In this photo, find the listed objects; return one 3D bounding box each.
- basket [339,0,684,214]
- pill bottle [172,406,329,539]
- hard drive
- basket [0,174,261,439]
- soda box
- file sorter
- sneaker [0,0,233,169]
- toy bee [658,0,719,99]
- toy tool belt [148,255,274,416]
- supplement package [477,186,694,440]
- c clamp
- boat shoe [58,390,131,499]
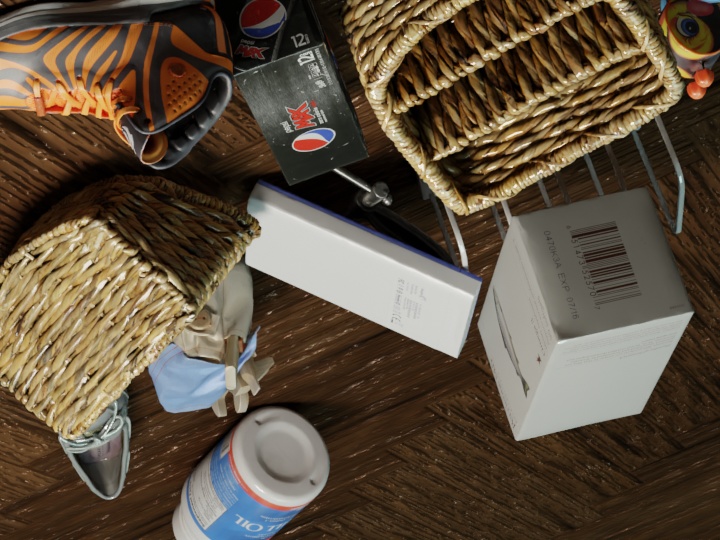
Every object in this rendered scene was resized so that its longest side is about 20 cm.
[{"bbox_3d":[0.100,-0.155,1.532,0.199,0.150,0.143,-26,157,21],"label":"basket"},{"bbox_3d":[-0.122,0.233,2.328,0.112,0.113,0.200,-4,154,-32],"label":"pill bottle"},{"bbox_3d":[0.000,0.000,1.829,0.199,0.025,0.132,24,157,7],"label":"hard drive"},{"bbox_3d":[-0.203,0.006,1.754,0.200,0.143,0.149,-44,-172,36],"label":"basket"},{"bbox_3d":[-0.049,-0.135,1.593,0.070,0.064,0.200,-19,157,3],"label":"soda box"},{"bbox_3d":[0.154,-0.074,1.815,0.199,0.125,0.139,-18,157,-1],"label":"file sorter"},{"bbox_3d":[-0.179,-0.118,1.464,0.199,0.113,0.078,-17,158,-5],"label":"sneaker"},{"bbox_3d":[0.261,-0.183,1.669,0.199,0.109,0.131,-20,160,3],"label":"toy bee"},{"bbox_3d":[-0.141,0.079,1.938,0.124,0.124,0.200,-11,157,-17],"label":"toy tool belt"},{"bbox_3d":[0.176,0.038,1.773,0.117,0.118,0.200,-13,155,-12],"label":"supplement package"},{"bbox_3d":[-0.003,-0.025,1.858,0.170,0.027,0.200,32,151,-7],"label":"c clamp"},{"bbox_3d":[-0.252,0.159,2.114,0.074,0.065,0.202,-14,157,-11],"label":"boat shoe"}]
